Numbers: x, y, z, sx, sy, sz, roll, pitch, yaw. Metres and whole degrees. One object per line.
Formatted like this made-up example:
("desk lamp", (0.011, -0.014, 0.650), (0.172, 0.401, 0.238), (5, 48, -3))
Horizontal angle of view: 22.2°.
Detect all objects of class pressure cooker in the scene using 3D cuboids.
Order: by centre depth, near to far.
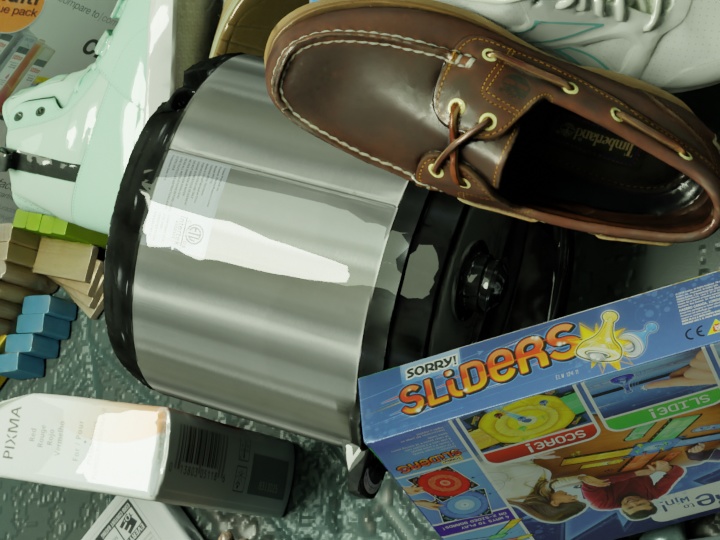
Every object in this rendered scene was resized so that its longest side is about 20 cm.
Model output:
("pressure cooker", (-0.001, 0.000, 0.868), (0.200, 0.179, 0.176), (14, 125, 17))

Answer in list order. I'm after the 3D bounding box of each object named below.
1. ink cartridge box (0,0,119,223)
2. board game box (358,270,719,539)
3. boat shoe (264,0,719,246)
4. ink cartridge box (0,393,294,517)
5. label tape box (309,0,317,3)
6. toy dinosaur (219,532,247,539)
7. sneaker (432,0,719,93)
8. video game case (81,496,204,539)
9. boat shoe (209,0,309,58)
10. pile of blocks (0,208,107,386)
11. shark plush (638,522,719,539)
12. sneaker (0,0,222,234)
("ink cartridge box", (-0.234, -0.155, 1.110), (0.200, 0.145, 0.145), (-50, 55, 15))
("board game box", (0.116, 0.064, 0.771), (0.200, 0.135, 0.035), (-17, 51, 14))
("boat shoe", (0.058, -0.060, 0.756), (0.070, 0.200, 0.071), (-91, 15, -58))
("ink cartridge box", (-0.154, 0.089, 0.952), (0.200, 0.162, 0.050), (9, 82, 21))
("label tape box", (0.053, -0.168, 0.871), (0.143, 0.066, 0.200), (5, 48, 5))
("toy dinosaur", (-0.017, 0.194, 0.851), (0.136, 0.200, 0.086), (-101, 20, -65))
("sneaker", (0.090, -0.120, 0.783), (0.200, 0.080, 0.071), (7, 87, 2))
("video game case", (-0.131, 0.244, 1.007), (0.200, 0.024, 0.182), (-51, 55, 13))
("boat shoe", (-0.037, -0.167, 1.022), (0.200, 0.074, 0.066), (-65, 24, 18))
("pile of blocks", (-0.203, 0.007, 1.098), (0.082, 0.062, 0.200), (39, 102, 36))
("shark plush", (0.134, 0.142, 0.839), (0.200, 0.091, 0.083), (1, 57, 57))
("sneaker", (-0.147, -0.122, 1.037), (0.118, 0.074, 0.201), (8, 87, 18))
